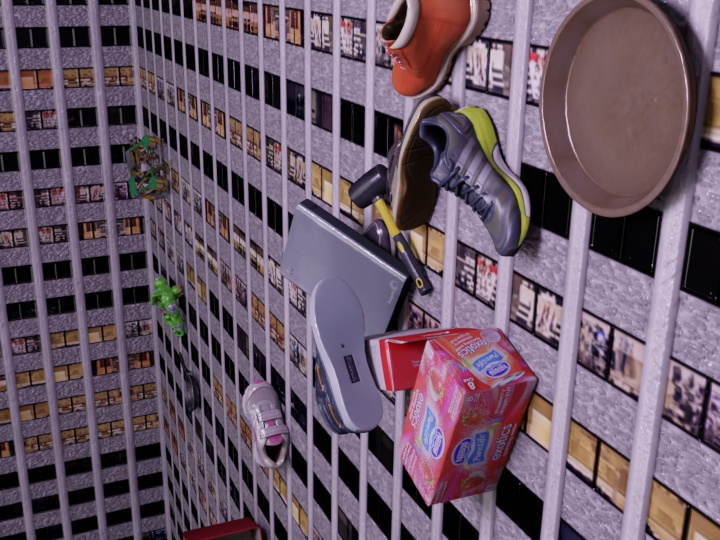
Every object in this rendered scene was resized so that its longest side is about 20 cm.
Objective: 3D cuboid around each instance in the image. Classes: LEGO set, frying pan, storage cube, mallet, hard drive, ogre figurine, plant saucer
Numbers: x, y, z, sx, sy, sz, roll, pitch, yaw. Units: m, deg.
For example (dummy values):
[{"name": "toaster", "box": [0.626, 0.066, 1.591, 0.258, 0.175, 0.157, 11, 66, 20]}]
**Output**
[{"name": "LEGO set", "box": [-0.609, -0.299, 2.617, 0.154, 0.116, 0.200, -31, 70, 33]}, {"name": "frying pan", "box": [-0.516, 0.344, 2.658, 0.190, 0.031, 0.115, -122, 33, -50]}, {"name": "storage cube", "box": [-0.326, 0.713, 2.143, 0.180, 0.200, 0.171, 155, 105, -72]}, {"name": "mallet", "box": [0.054, -0.060, 1.217, 0.066, 0.041, 0.200, -46, 62, 25]}, {"name": "hard drive", "box": [-0.023, 0.003, 1.288, 0.200, 0.033, 0.140, 35, 132, 18]}, {"name": "ogre figurine", "box": [-0.578, 0.095, 2.642, 0.120, 0.098, 0.200, 96, 167, -55]}, {"name": "plant saucer", "box": [0.229, -0.148, 0.791, 0.200, 0.029, 0.200, 173, 90, -67]}]

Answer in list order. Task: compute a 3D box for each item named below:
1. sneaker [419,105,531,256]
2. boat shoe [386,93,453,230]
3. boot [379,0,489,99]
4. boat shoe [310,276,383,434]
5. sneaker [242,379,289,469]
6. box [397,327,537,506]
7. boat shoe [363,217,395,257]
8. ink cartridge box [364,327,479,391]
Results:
[{"name": "sneaker", "box": [0.123, -0.098, 0.984, 0.074, 0.081, 0.200, 114, 141, -51]}, {"name": "boat shoe", "box": [0.065, -0.142, 1.116, 0.065, 0.073, 0.200, 55, 145, 38]}, {"name": "boot", "box": [0.061, -0.269, 1.045, 0.200, 0.107, 0.075, 129, 127, -62]}, {"name": "boat shoe", "box": [-0.034, 0.113, 1.130, 0.091, 0.071, 0.200, -32, 69, 60]}, {"name": "sneaker", "box": [-0.190, 0.328, 1.856, 0.088, 0.081, 0.200, 14, 119, 64]}, {"name": "box", "box": [0.122, 0.176, 1.052, 0.096, 0.100, 0.200, -122, 34, -44]}, {"name": "boat shoe", "box": [0.000, 0.000, 1.321, 0.200, 0.063, 0.073, 111, 146, -46]}, {"name": "ink cartridge box", "box": [0.064, 0.114, 1.144, 0.200, 0.116, 0.067, 170, 93, -67]}]
